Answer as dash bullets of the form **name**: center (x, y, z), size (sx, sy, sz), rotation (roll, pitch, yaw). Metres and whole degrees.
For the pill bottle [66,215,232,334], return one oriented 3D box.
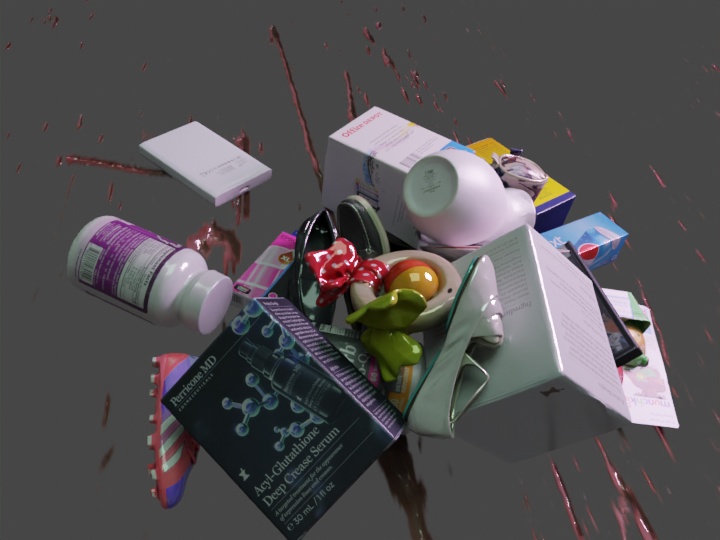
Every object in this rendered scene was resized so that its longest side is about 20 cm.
- **pill bottle**: center (-0.277, 0.010, 0.883), size (0.200, 0.112, 0.112), rotation (23, 43, 12)

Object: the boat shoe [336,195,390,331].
- **boat shoe**: center (0.000, 0.000, 0.899), size (0.065, 0.200, 0.072), rotation (-25, 21, -37)

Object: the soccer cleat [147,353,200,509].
- **soccer cleat**: center (-0.204, 0.175, 0.757), size (0.076, 0.067, 0.200), rotation (1, 40, -17)

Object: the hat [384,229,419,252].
- **hat**: center (0.061, 0.004, 0.973), size (0.200, 0.081, 0.201), rotation (31, 2, -1)

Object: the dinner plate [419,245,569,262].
- **dinner plate**: center (0.180, -0.021, 0.899), size (0.200, 0.024, 0.200), rotation (0, 2, 0)

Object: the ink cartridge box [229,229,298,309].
- **ink cartridge box**: center (-0.104, -0.001, 0.990), size (0.095, 0.037, 0.200), rotation (23, 41, 12)

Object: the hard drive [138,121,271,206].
- **hard drive**: center (-0.275, -0.192, 1.169), size (0.200, 0.027, 0.132), rotation (34, 47, 23)

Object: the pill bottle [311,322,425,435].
- **pill bottle**: center (-0.027, 0.127, 0.803), size (0.200, 0.117, 0.116), rotation (10, 42, 0)

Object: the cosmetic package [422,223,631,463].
- **cosmetic package**: center (0.186, 0.091, 0.782), size (0.167, 0.166, 0.200), rotation (34, 41, -37)

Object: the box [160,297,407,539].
- **box**: center (-0.075, 0.147, 0.692), size (0.200, 0.148, 0.107), rotation (43, 5, 10)

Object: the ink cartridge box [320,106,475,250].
- **ink cartridge box**: center (0.057, -0.154, 1.105), size (0.200, 0.145, 0.147), rotation (30, 45, 20)

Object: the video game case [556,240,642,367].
- **video game case**: center (0.249, 0.078, 0.894), size (0.181, 0.025, 0.200), rotation (-34, 42, 18)

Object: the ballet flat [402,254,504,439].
- **ballet flat**: center (0.112, 0.084, 0.689), size (0.069, 0.069, 0.200), rotation (24, 87, 14)

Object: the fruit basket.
- **fruit basket**: center (0.334, 0.112, 0.913), size (0.185, 0.094, 0.200), rotation (9, 45, -2)

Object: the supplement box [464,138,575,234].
- **supplement box**: center (0.245, -0.124, 1.139), size (0.109, 0.109, 0.200), rotation (-24, 52, -33)

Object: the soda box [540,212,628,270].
- **soda box**: center (0.345, -0.031, 1.091), size (0.200, 0.064, 0.068), rotation (-19, 50, -28)

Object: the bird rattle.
- **bird rattle**: center (0.035, 0.029, 0.768), size (0.163, 0.113, 0.200), rotation (-16, 30, -14)

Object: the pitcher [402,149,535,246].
- **pitcher**: center (0.123, -0.081, 0.900), size (0.200, 0.171, 0.121), rotation (14, 60, -53)

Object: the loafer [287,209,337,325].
- **loafer**: center (-0.063, 0.000, 0.922), size (0.068, 0.070, 0.201), rotation (13, 49, -18)

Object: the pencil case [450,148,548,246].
- **pencil case**: center (0.210, -0.090, 1.034), size (0.089, 0.200, 0.078), rotation (32, 42, 10)
